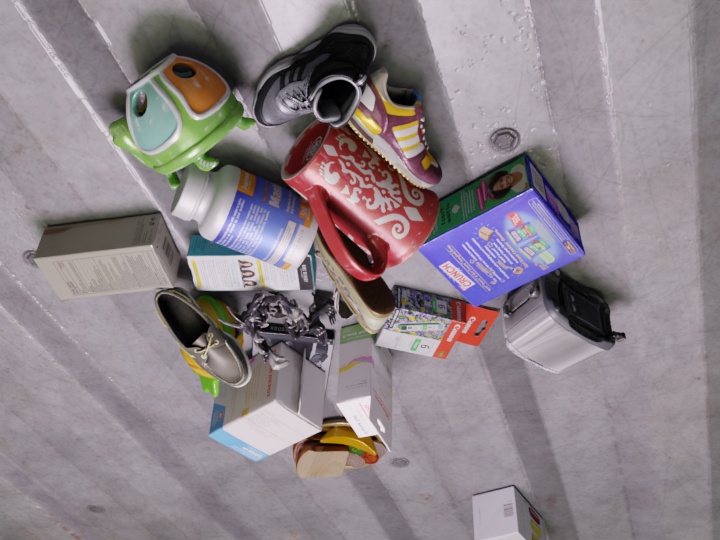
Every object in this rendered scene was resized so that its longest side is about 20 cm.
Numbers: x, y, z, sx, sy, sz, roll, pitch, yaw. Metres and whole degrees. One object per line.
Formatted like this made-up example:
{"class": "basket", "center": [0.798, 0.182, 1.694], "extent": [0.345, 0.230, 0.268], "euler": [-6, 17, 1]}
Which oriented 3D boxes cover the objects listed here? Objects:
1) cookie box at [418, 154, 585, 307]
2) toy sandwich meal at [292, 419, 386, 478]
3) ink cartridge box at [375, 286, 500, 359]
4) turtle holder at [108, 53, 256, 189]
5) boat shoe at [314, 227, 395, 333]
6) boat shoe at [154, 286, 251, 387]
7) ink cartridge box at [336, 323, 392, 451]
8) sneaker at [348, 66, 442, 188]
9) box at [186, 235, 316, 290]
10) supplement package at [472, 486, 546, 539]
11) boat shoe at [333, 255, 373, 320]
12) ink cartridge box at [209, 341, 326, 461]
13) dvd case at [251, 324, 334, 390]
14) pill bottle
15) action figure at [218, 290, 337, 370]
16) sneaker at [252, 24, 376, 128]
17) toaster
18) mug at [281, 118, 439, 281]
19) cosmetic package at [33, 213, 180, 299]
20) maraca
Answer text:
{"class": "cookie box", "center": [0.207, -0.053, 1.214], "extent": [0.198, 0.076, 0.171], "euler": [-27, 130, 27]}
{"class": "toy sandwich meal", "center": [-0.043, 0.385, 1.698], "extent": [0.201, 0.071, 0.207], "euler": [1, 137, 1]}
{"class": "ink cartridge box", "center": [0.133, 0.099, 1.399], "extent": [0.196, 0.051, 0.110], "euler": [13, 136, -10]}
{"class": "turtle holder", "center": [-0.239, -0.201, 1.051], "extent": [0.132, 0.141, 0.185], "euler": [53, 159, -24]}
{"class": "boat shoe", "center": [-0.020, 0.001, 1.201], "extent": [0.072, 0.202, 0.063], "euler": [-11, 148, -31]}
{"class": "boat shoe", "center": [-0.254, 0.108, 1.287], "extent": [0.072, 0.060, 0.202], "euler": [-44, 84, 3]}
{"class": "ink cartridge box", "center": [0.009, 0.207, 1.408], "extent": [0.066, 0.202, 0.118], "euler": [-13, 136, 16]}
{"class": "sneaker", "center": [0.064, -0.187, 1.079], "extent": [0.090, 0.075, 0.199], "euler": [-43, 135, 17]}
{"class": "box", "center": [-0.171, -0.013, 1.292], "extent": [0.196, 0.050, 0.083], "euler": [0, 137, 3]}
{"class": "supplement package", "center": [0.352, 0.608, 1.890], "extent": [0.108, 0.115, 0.200], "euler": [-20, 134, 24]}
{"class": "boat shoe", "center": [0.000, 0.000, 1.288], "extent": [0.069, 0.064, 0.202], "euler": [9, 136, -8]}
{"class": "ink cartridge box", "center": [-0.158, 0.237, 1.465], "extent": [0.198, 0.130, 0.125], "euler": [-29, 130, 30]}
{"class": "dvd case", "center": [-0.131, 0.176, 1.511], "extent": [0.147, 0.025, 0.202], "euler": [6, 138, -5]}
{"class": "pill bottle", "center": [-0.167, -0.084, 1.170], "extent": [0.197, 0.113, 0.112], "euler": [22, 134, -21]}
{"class": "action figure", "center": [-0.127, 0.090, 1.317], "extent": [0.197, 0.103, 0.120], "euler": [-3, 138, -40]}
{"class": "sneaker", "center": [-0.066, -0.221, 1.017], "extent": [0.198, 0.115, 0.075], "euler": [-28, 130, 29]}
{"class": "toaster", "center": [0.327, 0.090, 1.339], "extent": [0.198, 0.115, 0.129], "euler": [26, 136, -27]}
{"class": "mug", "center": [-0.001, -0.101, 1.107], "extent": [0.199, 0.179, 0.133], "euler": [37, 113, -27]}
{"class": "cosmetic package", "center": [-0.397, -0.021, 1.276], "extent": [0.196, 0.072, 0.106], "euler": [-5, 138, 7]}
{"class": "maraca", "center": [-0.262, 0.131, 1.396], "extent": [0.106, 0.138, 0.202], "euler": [-13, 143, -33]}
